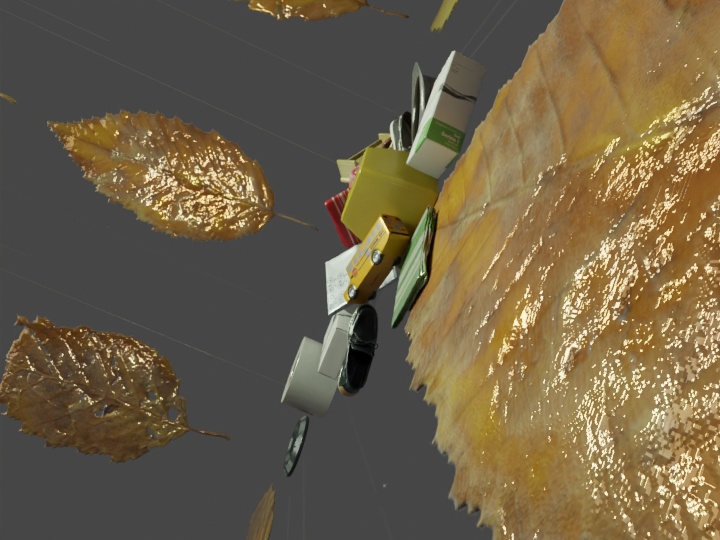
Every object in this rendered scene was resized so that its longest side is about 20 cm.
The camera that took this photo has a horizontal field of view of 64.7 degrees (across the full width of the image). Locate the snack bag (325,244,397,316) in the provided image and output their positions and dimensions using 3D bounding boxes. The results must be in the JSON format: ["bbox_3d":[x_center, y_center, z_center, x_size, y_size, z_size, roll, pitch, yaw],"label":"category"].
[{"bbox_3d":[0.000,0.000,1.368,0.195,0.021,0.192,-27,39,19],"label":"snack bag"}]

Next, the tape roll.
[{"bbox_3d":[-0.140,0.320,1.698,0.203,0.135,0.209,-158,89,-85],"label":"tape roll"}]

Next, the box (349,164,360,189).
[{"bbox_3d":[0.030,-0.183,1.526,0.094,0.101,0.204,-39,-30,-33],"label":"box"}]

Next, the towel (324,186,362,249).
[{"bbox_3d":[0.019,-0.157,1.417,0.195,0.147,0.023,-29,32,-1],"label":"towel"}]

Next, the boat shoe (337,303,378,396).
[{"bbox_3d":[0.001,0.169,1.227,0.062,0.072,0.207,145,143,-65],"label":"boat shoe"}]

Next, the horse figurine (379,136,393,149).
[{"bbox_3d":[0.126,-0.351,1.590,0.195,0.050,0.135,-13,-40,-40],"label":"horse figurine"}]

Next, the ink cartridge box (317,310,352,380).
[{"bbox_3d":[-0.050,0.186,1.573,0.201,0.082,0.149,-86,17,-69],"label":"ink cartridge box"}]

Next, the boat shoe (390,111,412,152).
[{"bbox_3d":[0.125,-0.302,1.440,0.060,0.071,0.208,-34,61,57],"label":"boat shoe"}]

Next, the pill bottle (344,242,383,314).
[{"bbox_3d":[0.012,0.007,1.465,0.115,0.110,0.204,119,171,-51],"label":"pill bottle"}]

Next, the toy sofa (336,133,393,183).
[{"bbox_3d":[0.032,-0.308,1.631,0.198,0.081,0.100,-38,-56,-31],"label":"toy sofa"}]

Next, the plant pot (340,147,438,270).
[{"bbox_3d":[0.061,-0.163,1.295,0.202,0.171,0.204,-79,12,-58],"label":"plant pot"}]

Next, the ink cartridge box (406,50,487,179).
[{"bbox_3d":[0.177,-0.319,1.179,0.146,0.082,0.206,134,157,-76],"label":"ink cartridge box"}]

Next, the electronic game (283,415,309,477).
[{"bbox_3d":[-0.214,0.593,1.922,0.200,0.040,0.206,-158,88,-83],"label":"electronic game"}]

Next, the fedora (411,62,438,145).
[{"bbox_3d":[0.170,-0.380,1.341,0.177,0.086,0.209,132,138,-87],"label":"fedora"}]

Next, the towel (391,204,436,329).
[{"bbox_3d":[0.105,-0.009,1.102,0.204,0.023,0.155,-77,9,-45],"label":"towel"}]

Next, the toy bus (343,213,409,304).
[{"bbox_3d":[0.027,-0.018,1.226,0.202,0.063,0.080,-55,48,33],"label":"toy bus"}]
